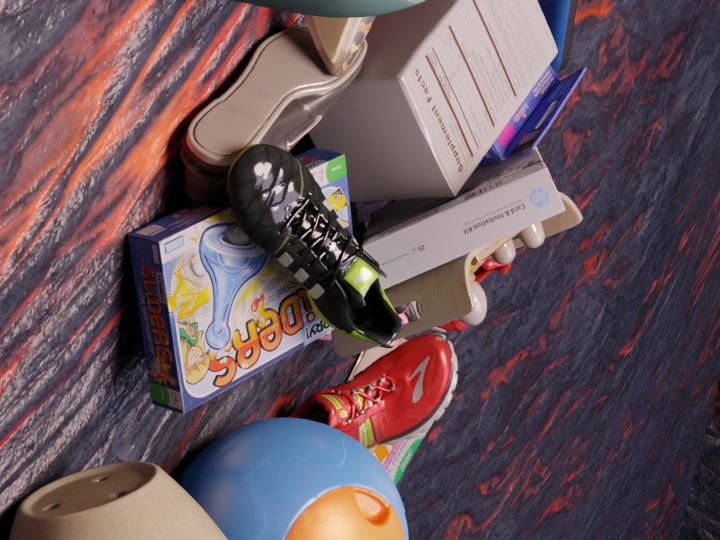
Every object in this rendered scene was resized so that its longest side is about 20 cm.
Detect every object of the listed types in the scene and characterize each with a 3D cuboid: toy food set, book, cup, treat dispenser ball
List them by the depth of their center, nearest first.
[{"bbox_3d":[-0.168,0.216,1.330,0.200,0.200,0.144,-33,113,-59],"label":"cup"},{"bbox_3d":[-0.061,0.220,1.554,0.201,0.200,0.201,-52,154,-39],"label":"treat dispenser ball"},{"bbox_3d":[0.081,0.007,1.574,0.200,0.143,0.061,-33,99,-52],"label":"toy food set"},{"bbox_3d":[0.019,0.157,1.933,0.134,0.048,0.200,-59,160,-16],"label":"book"}]

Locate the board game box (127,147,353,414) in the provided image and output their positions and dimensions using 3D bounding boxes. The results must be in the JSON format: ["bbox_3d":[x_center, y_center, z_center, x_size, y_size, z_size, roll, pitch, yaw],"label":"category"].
[{"bbox_3d":[-0.081,0.004,1.426,0.200,0.034,0.136,-29,122,-43],"label":"board game box"}]

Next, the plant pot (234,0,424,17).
[{"bbox_3d":[-0.016,-0.257,1.268,0.201,0.160,0.201,-53,155,-38],"label":"plant pot"}]

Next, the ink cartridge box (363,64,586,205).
[{"bbox_3d":[0.090,-0.125,1.648,0.042,0.200,0.119,54,48,-20],"label":"ink cartridge box"}]

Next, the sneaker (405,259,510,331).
[{"bbox_3d":[0.115,-0.031,1.907,0.201,0.085,0.077,-67,161,-6],"label":"sneaker"}]

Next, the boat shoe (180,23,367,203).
[{"bbox_3d":[-0.068,-0.119,1.419,0.200,0.067,0.057,-44,165,-41],"label":"boat shoe"}]

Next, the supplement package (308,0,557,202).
[{"bbox_3d":[0.053,-0.162,1.550,0.200,0.117,0.118,-53,128,-37],"label":"supplement package"}]

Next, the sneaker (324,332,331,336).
[{"bbox_3d":[-0.064,0.008,1.526,0.073,0.071,0.200,-68,160,-2],"label":"sneaker"}]

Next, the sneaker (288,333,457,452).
[{"bbox_3d":[-0.001,0.124,1.695,0.200,0.077,0.085,-37,155,11],"label":"sneaker"}]

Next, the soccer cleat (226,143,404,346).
[{"bbox_3d":[-0.028,-0.018,1.385,0.068,0.081,0.200,-51,136,-15],"label":"soccer cleat"}]

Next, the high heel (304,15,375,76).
[{"bbox_3d":[0.015,-0.240,1.458,0.142,0.071,0.201,5,89,-63],"label":"high heel"}]

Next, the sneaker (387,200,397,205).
[{"bbox_3d":[0.071,-0.040,1.804,0.200,0.086,0.074,-59,156,-27],"label":"sneaker"}]

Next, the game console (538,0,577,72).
[{"bbox_3d":[0.183,-0.316,1.799,0.118,0.171,0.201,-21,134,-29],"label":"game console"}]

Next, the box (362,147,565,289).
[{"bbox_3d":[0.081,-0.047,1.545,0.200,0.155,0.041,-82,148,-80],"label":"box"}]

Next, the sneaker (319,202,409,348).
[{"bbox_3d":[0.000,0.000,1.653,0.079,0.095,0.200,-56,155,-27],"label":"sneaker"}]
